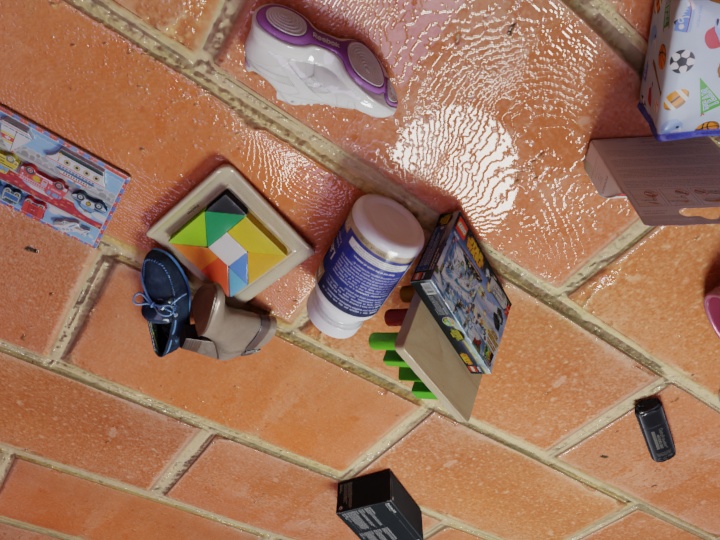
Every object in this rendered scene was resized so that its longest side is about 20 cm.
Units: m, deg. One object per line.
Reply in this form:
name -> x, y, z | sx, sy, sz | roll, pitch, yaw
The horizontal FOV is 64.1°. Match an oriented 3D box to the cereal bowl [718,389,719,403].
cereal bowl -> 0.786, 0.241, 1.064 | 0.194, 0.084, 0.204 | 0, 131, 0

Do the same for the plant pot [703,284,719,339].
plant pot -> 0.663, 0.069, 0.863 | 0.177, 0.201, 0.201 | -34, 124, 8

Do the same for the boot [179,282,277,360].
boot -> -0.202, 0.084, 0.927 | 0.143, 0.072, 0.200 | 5, 148, -32

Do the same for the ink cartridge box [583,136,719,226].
ink cartridge box -> 0.383, -0.099, 0.704 | 0.156, 0.203, 0.051 | -2, 132, 3

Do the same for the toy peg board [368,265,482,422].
toy peg board -> 0.112, 0.092, 0.897 | 0.096, 0.202, 0.201 | -6, 137, 41

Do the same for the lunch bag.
lunch bag -> 0.427, -0.250, 0.632 | 0.194, 0.125, 0.173 | -3, 130, 13

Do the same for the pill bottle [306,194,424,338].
pill bottle -> 0.000, 0.000, 0.843 | 0.113, 0.117, 0.202 | 21, 127, -17

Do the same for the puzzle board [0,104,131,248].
puzzle board -> -0.442, -0.126, 0.805 | 0.197, 0.018, 0.151 | 29, 124, -22

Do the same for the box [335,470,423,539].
box -> 0.048, 0.562, 1.335 | 0.138, 0.080, 0.202 | -17, 127, 18

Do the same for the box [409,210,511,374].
box -> 0.155, 0.035, 0.848 | 0.039, 0.138, 0.201 | -7, 130, 40

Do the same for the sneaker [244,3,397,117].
sneaker -> -0.047, -0.235, 0.691 | 0.196, 0.076, 0.100 | 24, 145, -19

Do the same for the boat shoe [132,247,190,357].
boat shoe -> -0.309, 0.061, 0.913 | 0.082, 0.069, 0.204 | 15, 131, 19

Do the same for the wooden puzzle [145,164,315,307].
wooden puzzle -> -0.194, -0.038, 0.864 | 0.183, 0.038, 0.200 | -32, 123, 24

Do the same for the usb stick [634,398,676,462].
usb stick -> 0.601, 0.327, 1.169 | 0.054, 0.033, 0.201 | -26, 125, 12
